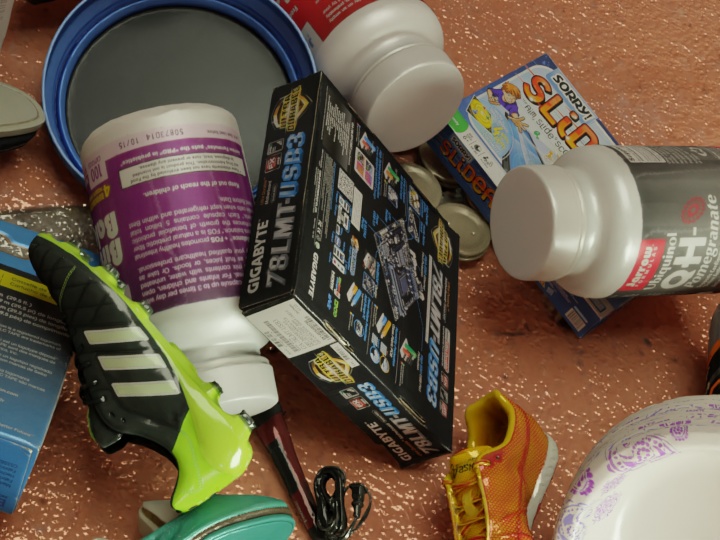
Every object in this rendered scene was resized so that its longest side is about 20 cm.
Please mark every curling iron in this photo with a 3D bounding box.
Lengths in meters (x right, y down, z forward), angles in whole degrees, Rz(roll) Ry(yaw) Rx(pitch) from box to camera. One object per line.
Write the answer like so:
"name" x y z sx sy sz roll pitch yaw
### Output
"curling iron" -0.051 0.101 1.334 0.049 0.026 0.200 -33 61 1

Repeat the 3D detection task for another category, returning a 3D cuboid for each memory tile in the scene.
"memory tile" 0.048 -0.099 1.547 0.200 0.017 0.153 40 49 11

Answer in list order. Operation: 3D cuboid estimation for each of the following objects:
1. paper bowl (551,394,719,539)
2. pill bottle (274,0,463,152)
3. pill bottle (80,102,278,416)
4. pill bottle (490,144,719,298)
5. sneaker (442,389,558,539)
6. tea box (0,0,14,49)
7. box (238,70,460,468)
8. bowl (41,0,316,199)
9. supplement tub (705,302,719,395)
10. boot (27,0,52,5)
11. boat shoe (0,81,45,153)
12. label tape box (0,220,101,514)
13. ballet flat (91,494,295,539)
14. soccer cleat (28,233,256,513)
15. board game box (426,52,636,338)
"paper bowl" 0.228 0.178 1.285 0.200 0.201 0.104 31 23 3
"pill bottle" -0.008 -0.185 1.501 0.112 0.113 0.200 -12 49 -30
"pill bottle" -0.116 0.000 1.313 0.112 0.112 0.201 -6 75 -27
"pill bottle" 0.198 -0.036 1.440 0.199 0.111 0.111 -2 54 -30
"sneaker" 0.081 0.165 1.305 0.077 0.073 0.200 40 33 -23
"tea box" -0.346 -0.214 1.346 0.196 0.200 0.134 -15 61 -30
"box" 0.000 0.000 1.353 0.199 0.049 0.201 48 35 -40
"bowl" -0.131 -0.125 1.434 0.199 0.039 0.202 2 69 -5
"supplement tub" 0.307 0.112 1.418 0.122 0.123 0.201 19 48 -8
"boot" -0.187 -0.247 1.520 0.200 0.138 0.078 -6 74 -78
"boat shoe" -0.311 -0.089 1.351 0.199 0.062 0.075 -12 44 -40
"label tape box" -0.257 0.048 1.260 0.144 0.063 0.200 20 35 -7
"ballet flat" -0.129 0.178 1.219 0.070 0.068 0.200 38 46 25
"soccer cleat" -0.150 0.061 1.223 0.081 0.068 0.200 -42 78 -7
"board game box" 0.156 -0.061 1.529 0.135 0.034 0.200 -32 80 -38
